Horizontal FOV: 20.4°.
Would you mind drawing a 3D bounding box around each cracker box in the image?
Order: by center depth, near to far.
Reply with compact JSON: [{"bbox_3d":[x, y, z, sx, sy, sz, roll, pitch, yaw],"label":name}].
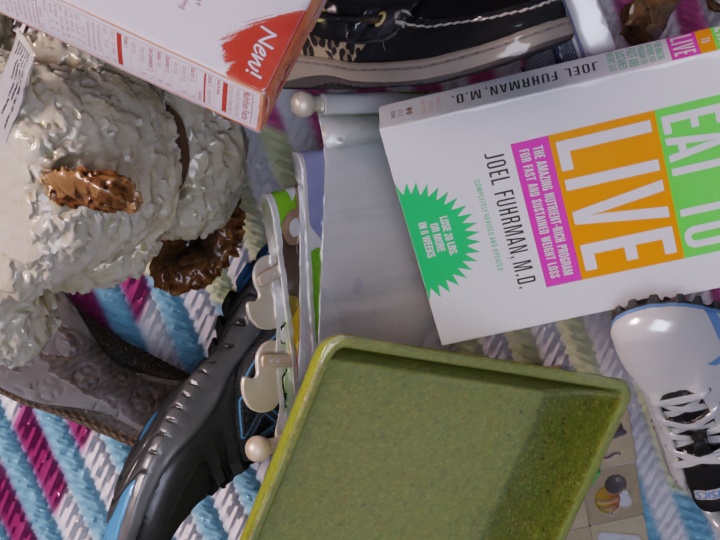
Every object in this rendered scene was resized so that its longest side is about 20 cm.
[{"bbox_3d":[-0.104,-0.168,0.905,0.199,0.058,0.135,25,74,1],"label":"cracker box"}]

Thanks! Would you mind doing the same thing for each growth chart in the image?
[{"bbox_3d":[0.000,0.000,1.048,0.144,0.018,0.202,2,97,-37],"label":"growth chart"}]

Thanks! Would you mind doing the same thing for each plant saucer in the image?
[{"bbox_3d":[0.021,0.123,1.048,0.198,0.048,0.201,10,111,-34],"label":"plant saucer"}]

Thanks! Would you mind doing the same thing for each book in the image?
[{"bbox_3d":[0.121,-0.046,1.014,0.198,0.048,0.134,-13,123,8],"label":"book"}]

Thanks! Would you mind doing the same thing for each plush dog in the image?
[{"bbox_3d":[-0.124,-0.062,1.005,0.159,0.171,0.202,0,106,38],"label":"plush dog"}]

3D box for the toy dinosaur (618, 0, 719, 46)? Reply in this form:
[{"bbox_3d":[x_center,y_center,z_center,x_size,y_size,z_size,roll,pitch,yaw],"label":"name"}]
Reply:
[{"bbox_3d":[0.207,-0.192,1.035,0.106,0.060,0.201,27,104,-10],"label":"toy dinosaur"}]

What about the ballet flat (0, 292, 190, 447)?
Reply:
[{"bbox_3d":[-0.146,0.057,1.099,0.199,0.046,0.068,26,74,-9],"label":"ballet flat"}]

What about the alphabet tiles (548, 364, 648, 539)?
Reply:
[{"bbox_3d":[0.065,0.145,1.159,0.198,0.006,0.168,-12,107,0],"label":"alphabet tiles"}]

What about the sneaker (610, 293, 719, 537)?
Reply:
[{"bbox_3d":[0.187,0.081,1.073,0.071,0.073,0.200,-12,140,23],"label":"sneaker"}]

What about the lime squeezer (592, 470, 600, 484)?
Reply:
[{"bbox_3d":[0.038,0.133,1.111,0.199,0.038,0.071,7,144,-29],"label":"lime squeezer"}]

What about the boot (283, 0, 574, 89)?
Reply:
[{"bbox_3d":[0.008,-0.169,0.985,0.199,0.073,0.152,3,105,42],"label":"boot"}]

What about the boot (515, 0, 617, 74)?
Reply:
[{"bbox_3d":[0.098,-0.076,1.052,0.090,0.073,0.201,-18,115,5],"label":"boot"}]

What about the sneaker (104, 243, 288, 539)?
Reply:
[{"bbox_3d":[-0.062,0.078,1.056,0.082,0.073,0.201,36,72,-9],"label":"sneaker"}]
